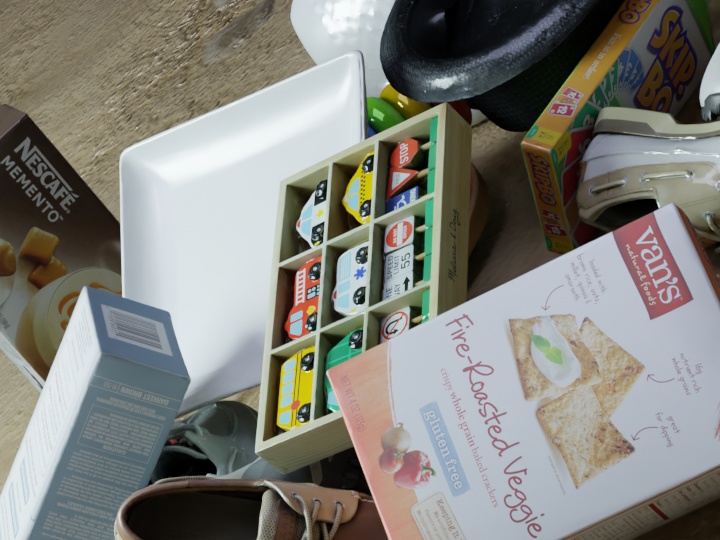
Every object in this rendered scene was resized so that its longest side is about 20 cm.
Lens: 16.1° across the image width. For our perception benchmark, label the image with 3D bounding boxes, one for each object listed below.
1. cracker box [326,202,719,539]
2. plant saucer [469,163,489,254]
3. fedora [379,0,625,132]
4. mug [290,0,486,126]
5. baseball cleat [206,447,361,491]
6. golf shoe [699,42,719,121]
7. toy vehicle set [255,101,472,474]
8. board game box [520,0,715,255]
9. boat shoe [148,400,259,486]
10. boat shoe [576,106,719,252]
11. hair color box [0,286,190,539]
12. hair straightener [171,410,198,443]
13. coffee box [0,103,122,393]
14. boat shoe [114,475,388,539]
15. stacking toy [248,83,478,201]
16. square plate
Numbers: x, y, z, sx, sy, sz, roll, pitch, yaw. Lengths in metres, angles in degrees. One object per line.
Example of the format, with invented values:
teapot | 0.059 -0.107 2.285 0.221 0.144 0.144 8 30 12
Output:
cracker box | 0.099 0.072 1.264 0.199 0.058 0.134 -26 66 10
plant saucer | 0.000 0.000 1.647 0.200 0.032 0.201 -31 26 17
fedora | 0.109 -0.156 1.584 0.200 0.092 0.201 -25 34 18
mug | 0.053 -0.186 1.781 0.175 0.147 0.200 -39 54 17
baseball cleat | -0.017 0.125 1.439 0.106 0.070 0.200 29 47 25
golf shoe | 0.240 -0.157 1.477 0.077 0.095 0.200 -8 27 36
toy vehicle set | 0.003 0.008 1.423 0.124 0.026 0.201 -25 42 30
board game box | 0.163 -0.110 1.539 0.030 0.096 0.200 17 56 29
boat shoe | -0.093 0.127 1.510 0.070 0.072 0.201 -31 27 16
boat shoe | 0.202 -0.044 1.419 0.200 0.075 0.069 10 75 53
hair color box | -0.169 0.123 1.523 0.099 0.060 0.201 -116 47 -65
hair straightener | -0.174 0.127 1.654 0.200 0.041 0.077 -40 26 -2
coffee box | -0.220 -0.004 1.747 0.114 0.200 0.080 -43 26 -12
boat shoe | -0.035 0.145 1.323 0.199 0.072 0.076 1 74 9
stacking toy | 0.021 -0.089 1.646 0.200 0.086 0.085 -39 25 -13
square plate | -0.066 -0.014 1.562 0.199 0.028 0.199 -20 61 33
